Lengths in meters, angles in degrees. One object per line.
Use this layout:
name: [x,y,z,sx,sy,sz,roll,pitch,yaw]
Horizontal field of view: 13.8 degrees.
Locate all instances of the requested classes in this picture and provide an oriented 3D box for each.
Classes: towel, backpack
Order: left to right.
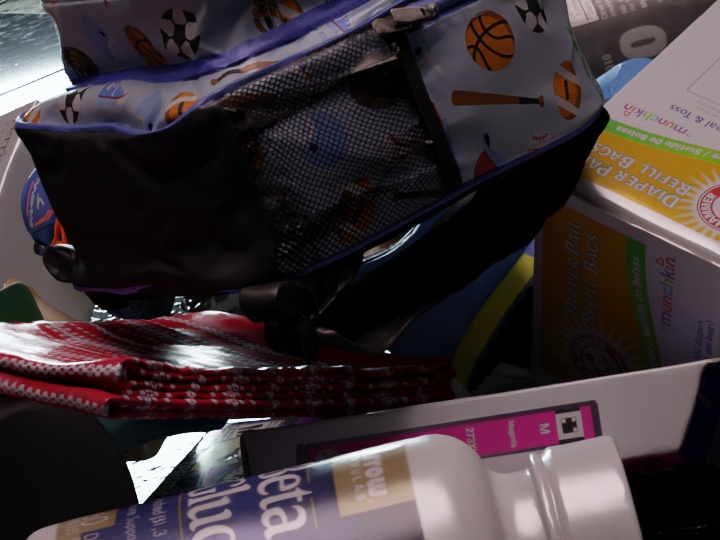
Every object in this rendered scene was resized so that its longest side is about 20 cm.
towel: [-0.075,0.032,1.078,0.144,0.023,0.200,10,4,37]
backpack: [-0.015,-0.068,1.086,0.190,0.155,0.200,-19,15,-27]

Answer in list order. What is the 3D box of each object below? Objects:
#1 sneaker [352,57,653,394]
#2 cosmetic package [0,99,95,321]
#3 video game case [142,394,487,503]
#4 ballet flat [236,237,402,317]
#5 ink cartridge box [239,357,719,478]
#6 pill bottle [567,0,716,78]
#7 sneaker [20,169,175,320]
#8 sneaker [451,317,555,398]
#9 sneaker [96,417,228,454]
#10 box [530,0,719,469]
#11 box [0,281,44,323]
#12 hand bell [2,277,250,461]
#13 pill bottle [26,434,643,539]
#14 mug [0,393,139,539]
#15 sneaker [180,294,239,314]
sneaker: [0.062,-0.036,1.222,0.078,0.066,0.200,31,51,12]
cosmetic package: [-0.198,-0.005,1.463,0.200,0.071,0.102,-17,47,52]
video game case: [-0.010,0.104,1.162,0.181,0.036,0.200,-7,18,22]
ballet flat: [0.000,0.000,1.270,0.074,0.075,0.200,-8,10,18]
ink cartridge box: [0.063,0.060,1.066,0.199,0.037,0.095,-12,-9,10]
pill bottle: [0.118,-0.108,1.625,0.199,0.114,0.113,-17,17,-9]
sneaker: [-0.113,-0.019,1.302,0.078,0.076,0.200,12,2,-1]
sneaker: [0.126,0.014,1.269,0.199,0.075,0.087,-26,4,-9]
sneaker: [-0.137,0.088,1.232,0.199,0.090,0.078,-21,-7,20]
box: [0.164,-0.032,1.180,0.101,0.113,0.200,27,50,27]
box: [-0.198,0.089,1.164,0.199,0.118,0.048,-23,11,4]
hand bell: [-0.058,0.057,1.320,0.199,0.105,0.104,1,17,3]
pill bottle: [-0.004,0.117,0.980,0.199,0.112,0.111,-14,16,1]
mug: [-0.196,0.131,1.048,0.175,0.148,0.201,5,61,29]
sneaker: [-0.034,0.000,1.376,0.079,0.078,0.200,24,-4,2]
